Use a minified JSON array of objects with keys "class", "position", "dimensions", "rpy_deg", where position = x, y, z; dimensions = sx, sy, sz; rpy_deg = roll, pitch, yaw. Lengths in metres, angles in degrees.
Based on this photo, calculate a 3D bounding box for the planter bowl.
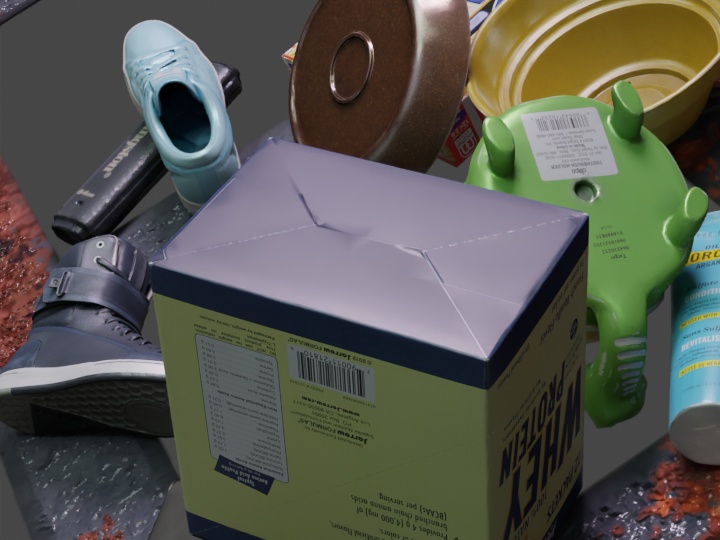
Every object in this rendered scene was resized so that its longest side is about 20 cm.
[{"class":"planter bowl","position":[0.178,-0.136,1.259],"dimensions":[0.200,0.084,0.201],"rpy_deg":[-17,41,15]}]

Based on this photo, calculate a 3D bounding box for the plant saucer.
[{"class":"plant saucer","position":[0.004,-0.143,1.322],"dimensions":[0.200,0.034,0.201],"rpy_deg":[-17,68,51]}]

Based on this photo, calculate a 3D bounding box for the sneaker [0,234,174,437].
[{"class":"sneaker","position":[-0.158,0.041,1.283],"dimensions":[0.202,0.077,0.146],"rpy_deg":[-1,49,32]}]

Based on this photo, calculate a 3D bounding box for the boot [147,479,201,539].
[{"class":"boot","position":[-0.063,0.173,1.089],"dimensions":[0.199,0.078,0.139],"rpy_deg":[-3,41,27]}]

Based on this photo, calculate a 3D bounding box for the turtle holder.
[{"class":"turtle holder","position":[0.139,-0.011,1.114],"dimensions":[0.141,0.132,0.186],"rpy_deg":[-36,71,-27]}]

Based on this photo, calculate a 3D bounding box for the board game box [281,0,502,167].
[{"class":"board game box","position":[0.056,-0.172,1.403],"dimensions":[0.151,0.046,0.200],"rpy_deg":[-43,40,-15]}]

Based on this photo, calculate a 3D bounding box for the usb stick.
[{"class":"usb stick","position":[-0.171,-0.096,1.473],"dimensions":[0.055,0.033,0.200],"rpy_deg":[20,60,39]}]

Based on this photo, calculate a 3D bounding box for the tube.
[{"class":"tube","position":[0.216,0.028,1.095],"dimensions":[0.077,0.050,0.200],"rpy_deg":[-7,38,19]}]

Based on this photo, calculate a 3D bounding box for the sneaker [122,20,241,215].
[{"class":"sneaker","position":[-0.140,-0.139,1.424],"dimensions":[0.074,0.082,0.200],"rpy_deg":[-23,56,-9]}]

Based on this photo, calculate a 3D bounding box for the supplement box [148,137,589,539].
[{"class":"supplement box","position":[0.010,0.062,1.006],"dimensions":[0.200,0.200,0.134],"rpy_deg":[15,41,23]}]
